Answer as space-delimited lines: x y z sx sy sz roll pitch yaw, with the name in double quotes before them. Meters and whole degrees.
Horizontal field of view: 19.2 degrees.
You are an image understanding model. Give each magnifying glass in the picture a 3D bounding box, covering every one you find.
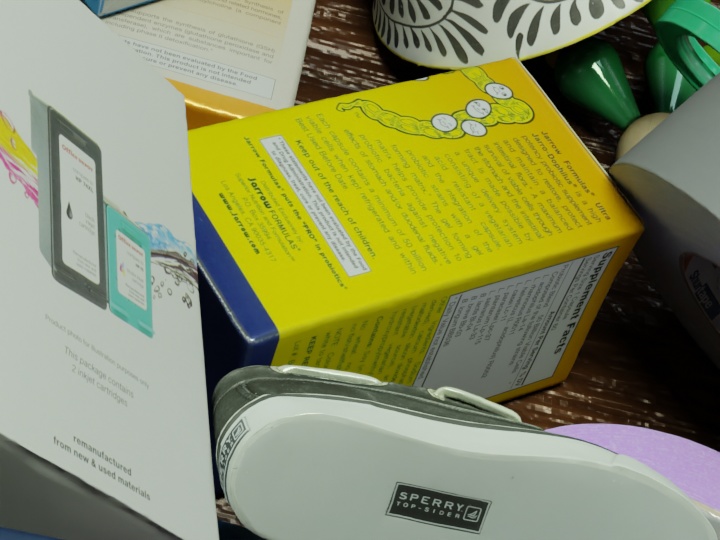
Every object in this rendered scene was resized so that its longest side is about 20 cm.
"magnifying glass" 0.213 -0.054 1.001 0.022 0.080 0.200 -46 104 -6

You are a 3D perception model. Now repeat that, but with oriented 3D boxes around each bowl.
"bowl" 0.077 -0.199 1.044 0.199 0.095 0.202 -21 34 15

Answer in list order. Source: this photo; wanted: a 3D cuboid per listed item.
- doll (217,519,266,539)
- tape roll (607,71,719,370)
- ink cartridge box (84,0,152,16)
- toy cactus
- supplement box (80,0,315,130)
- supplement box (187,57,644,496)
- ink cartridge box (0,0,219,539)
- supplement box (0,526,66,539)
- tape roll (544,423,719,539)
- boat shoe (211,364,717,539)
"doll" -0.083 0.143 0.779 0.135 0.049 0.201 -15 53 -10
"tape roll" 0.193 0.012 0.894 0.066 0.201 0.200 -40 67 -7
"ink cartridge box" -0.121 -0.217 0.978 0.114 0.068 0.200 -22 58 -33
"toy cactus" 0.163 -0.087 1.062 0.199 0.102 0.166 25 55 -11
"supplement box" -0.087 -0.122 1.002 0.125 0.074 0.201 15 46 -5
"supplement box" 0.000 0.000 0.899 0.199 0.109 0.110 -15 56 -31
"ink cartridge box" -0.152 0.010 0.750 0.146 0.146 0.202 40 36 -50
"supplement box" -0.150 0.203 0.595 0.133 0.201 0.201 13 45 -10
"tape roll" 0.108 0.159 0.826 0.198 0.066 0.201 11 47 -12
"boat shoe" 0.040 0.076 0.780 0.198 0.071 0.064 19 20 -20
